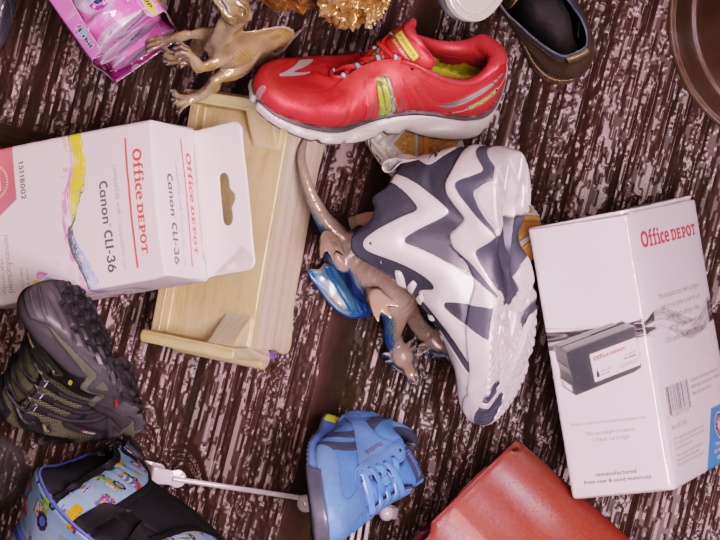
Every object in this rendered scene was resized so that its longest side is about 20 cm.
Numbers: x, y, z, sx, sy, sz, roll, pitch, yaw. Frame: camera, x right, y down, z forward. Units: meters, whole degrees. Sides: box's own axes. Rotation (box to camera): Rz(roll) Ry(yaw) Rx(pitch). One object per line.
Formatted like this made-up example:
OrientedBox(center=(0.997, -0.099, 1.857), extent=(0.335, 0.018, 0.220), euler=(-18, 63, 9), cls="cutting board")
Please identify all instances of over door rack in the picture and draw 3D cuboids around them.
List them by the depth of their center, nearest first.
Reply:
OrientedBox(center=(-0.079, 0.234, 1.687), extent=(0.199, 0.067, 0.149), euler=(10, 90, -2), cls="over door rack")

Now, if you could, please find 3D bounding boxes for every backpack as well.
OrientedBox(center=(-0.172, 0.217, 1.578), extent=(0.182, 0.200, 0.135), euler=(39, 96, 10), cls="backpack")

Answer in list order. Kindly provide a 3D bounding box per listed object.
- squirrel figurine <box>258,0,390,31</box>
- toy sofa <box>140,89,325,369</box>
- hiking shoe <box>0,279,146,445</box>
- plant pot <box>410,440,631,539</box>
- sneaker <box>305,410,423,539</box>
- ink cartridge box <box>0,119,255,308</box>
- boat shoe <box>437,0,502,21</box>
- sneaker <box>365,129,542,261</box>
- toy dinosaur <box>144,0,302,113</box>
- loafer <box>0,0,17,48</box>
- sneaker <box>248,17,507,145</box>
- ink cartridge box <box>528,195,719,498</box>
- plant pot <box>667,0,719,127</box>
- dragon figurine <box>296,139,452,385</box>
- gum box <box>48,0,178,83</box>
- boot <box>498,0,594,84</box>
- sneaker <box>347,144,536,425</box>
OrientedBox(center=(-0.021, -0.277, 1.620), extent=(0.186, 0.142, 0.201), euler=(-9, 111, 30), cls="squirrel figurine")
OrientedBox(center=(-0.094, -0.032, 1.683), extent=(0.082, 0.098, 0.201), euler=(10, 91, 22), cls="toy sofa")
OrientedBox(center=(-0.223, 0.080, 1.621), extent=(0.100, 0.200, 0.076), euler=(-21, 57, 1), cls="hiking shoe")
OrientedBox(center=(0.129, 0.243, 1.641), extent=(0.201, 0.201, 0.195), euler=(-43, 84, -1), cls="plant pot")
OrientedBox(center=(0.004, 0.146, 1.622), extent=(0.078, 0.200, 0.066), euler=(0, 103, 7), cls="sneaker")
OrientedBox(center=(-0.181, -0.042, 1.633), extent=(0.199, 0.067, 0.117), euler=(-10, 83, 25), cls="ink cartridge box")
OrientedBox(center=(0.073, -0.269, 1.644), extent=(0.073, 0.062, 0.201), euler=(13, 70, -33), cls="boat shoe")
OrientedBox(center=(0.049, -0.062, 1.683), extent=(0.075, 0.088, 0.200), euler=(-25, 67, -32), cls="sneaker")
OrientedBox(center=(-0.093, -0.155, 1.617), extent=(0.101, 0.200, 0.059), euler=(-19, 82, 9), cls="toy dinosaur")
OrientedBox(center=(-0.276, -0.266, 1.671), extent=(0.063, 0.072, 0.201), euler=(14, 93, 2), cls="loafer")
OrientedBox(center=(0.014, -0.146, 1.621), extent=(0.199, 0.085, 0.077), euler=(-5, 50, -24), cls="sneaker")
OrientedBox(center=(0.202, 0.054, 1.647), extent=(0.084, 0.144, 0.201), euler=(-9, 91, 28), cls="ink cartridge box")
OrientedBox(center=(0.339, -0.188, 1.628), extent=(0.199, 0.198, 0.202), euler=(0, 92, -2), cls="plant pot")
OrientedBox(center=(0.000, 0.000, 1.683), extent=(0.059, 0.099, 0.200), euler=(-40, 83, -15), cls="dragon figurine")
OrientedBox(center=(-0.191, -0.206, 1.607), extent=(0.066, 0.200, 0.114), euler=(-34, 91, -1), cls="gum box")
OrientedBox(center=(0.117, -0.232, 1.669), extent=(0.075, 0.097, 0.201), euler=(-34, 92, 0), cls="boot")
OrientedBox(center=(0.052, 0.006, 1.602), extent=(0.129, 0.079, 0.200), euler=(8, 113, 30), cls="sneaker")
